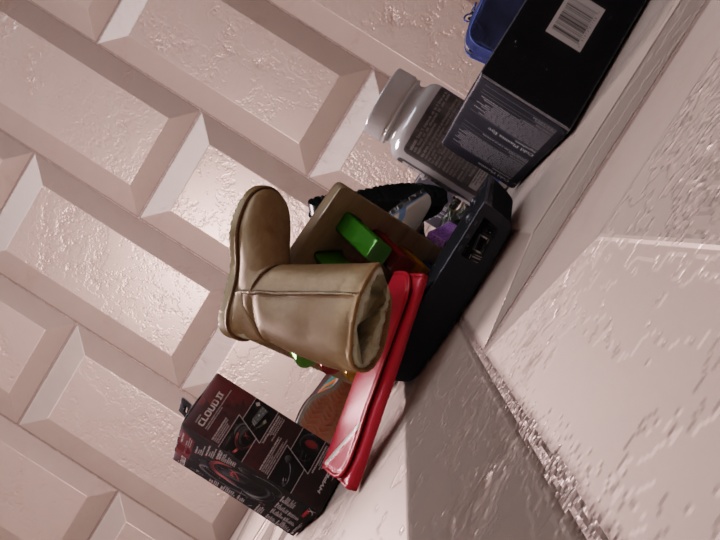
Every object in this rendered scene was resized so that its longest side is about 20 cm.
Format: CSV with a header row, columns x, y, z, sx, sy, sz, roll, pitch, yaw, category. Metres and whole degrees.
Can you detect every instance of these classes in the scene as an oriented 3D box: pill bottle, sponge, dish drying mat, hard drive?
x,y,z,sx,sy,sz,roll,pitch,yaw,category
0.111,-0.174,1.003,0.114,0.199,0.114,-57,0,0,pill bottle
0.091,-0.007,1.022,0.112,0.030,0.200,-61,-9,13,sponge
0.012,0.096,0.701,0.201,0.018,0.077,-71,17,-6,dish drying mat
0.086,0.010,0.743,0.201,0.042,0.135,-60,-1,22,hard drive

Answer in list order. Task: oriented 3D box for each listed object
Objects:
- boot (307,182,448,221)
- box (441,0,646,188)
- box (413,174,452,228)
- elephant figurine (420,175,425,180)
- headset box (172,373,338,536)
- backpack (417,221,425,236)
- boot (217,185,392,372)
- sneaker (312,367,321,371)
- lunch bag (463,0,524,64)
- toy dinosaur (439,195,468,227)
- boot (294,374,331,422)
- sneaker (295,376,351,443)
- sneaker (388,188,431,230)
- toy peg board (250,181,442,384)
x,y,z,sx,sy,sz,roll,pitch,yaw,category
0.020,-0.024,1.001,0.073,0.197,0.163,-123,26,-64,boot
0.193,-0.218,0.807,0.201,0.104,0.182,-58,-2,-13,box
0.193,-0.217,1.580,0.182,0.104,0.200,-57,1,35,box
0.172,-0.183,1.219,0.200,0.141,0.156,-88,-3,-60,elephant figurine
-0.129,0.213,0.880,0.075,0.199,0.149,-57,-1,-33,headset box
0.000,0.000,1.155,0.200,0.175,0.154,-38,-56,-51,backpack
-0.050,0.001,0.739,0.199,0.066,0.176,3,84,46,boot
-0.015,0.090,1.057,0.199,0.071,0.093,4,31,45,sneaker
0.291,-0.454,1.458,0.136,0.199,0.132,-63,-3,2,lunch bag
0.141,-0.069,1.177,0.200,0.047,0.088,115,179,-54,toy dinosaur
-0.034,0.170,1.192,0.200,0.072,0.167,-49,-16,-39,boot
-0.036,0.195,1.057,0.200,0.071,0.080,-46,-10,-47,sneaker
0.029,-0.011,0.924,0.200,0.072,0.072,-53,-7,19,sneaker
0.007,0.044,0.845,0.200,0.199,0.098,-54,36,8,toy peg board
